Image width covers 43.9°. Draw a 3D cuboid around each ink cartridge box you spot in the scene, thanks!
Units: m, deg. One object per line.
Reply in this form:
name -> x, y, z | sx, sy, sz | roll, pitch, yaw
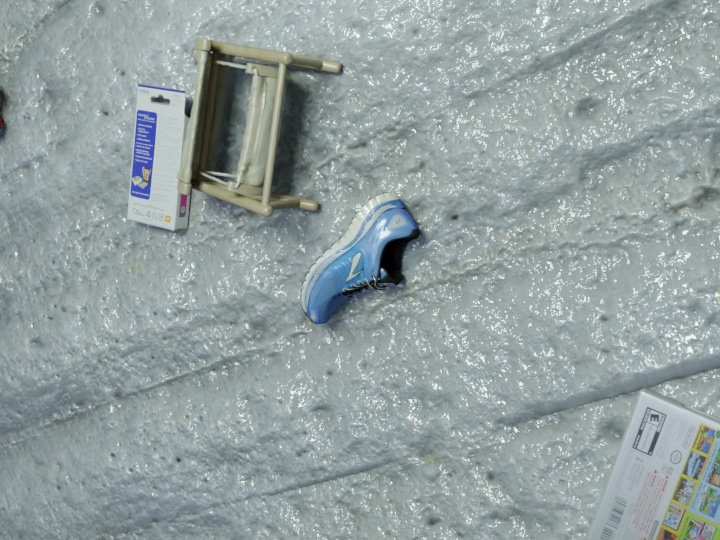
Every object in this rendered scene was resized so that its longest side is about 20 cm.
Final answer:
ink cartridge box -> -0.289, -0.164, 1.298 | 0.094, 0.037, 0.202 | 13, 104, 28

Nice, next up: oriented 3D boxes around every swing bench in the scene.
swing bench -> -0.152, -0.191, 1.165 | 0.199, 0.129, 0.201 | 15, 103, 27

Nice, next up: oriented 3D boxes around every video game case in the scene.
video game case -> 0.365, 0.257, 0.987 | 0.181, 0.023, 0.202 | 22, 105, 26

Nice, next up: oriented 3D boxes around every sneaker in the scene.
sneaker -> 0.000, 0.000, 1.131 | 0.089, 0.078, 0.200 | 47, 115, 19

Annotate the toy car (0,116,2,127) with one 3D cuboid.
toy car -> -0.664, -0.254, 1.447 | 0.200, 0.176, 0.150 | -37, 114, 27
